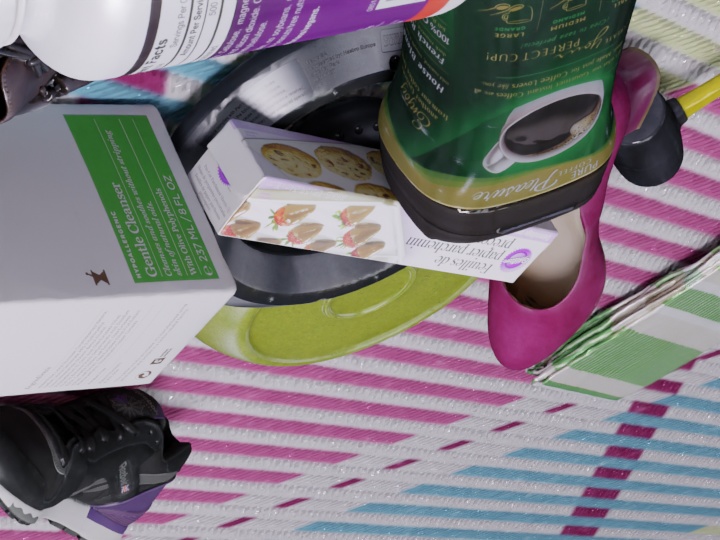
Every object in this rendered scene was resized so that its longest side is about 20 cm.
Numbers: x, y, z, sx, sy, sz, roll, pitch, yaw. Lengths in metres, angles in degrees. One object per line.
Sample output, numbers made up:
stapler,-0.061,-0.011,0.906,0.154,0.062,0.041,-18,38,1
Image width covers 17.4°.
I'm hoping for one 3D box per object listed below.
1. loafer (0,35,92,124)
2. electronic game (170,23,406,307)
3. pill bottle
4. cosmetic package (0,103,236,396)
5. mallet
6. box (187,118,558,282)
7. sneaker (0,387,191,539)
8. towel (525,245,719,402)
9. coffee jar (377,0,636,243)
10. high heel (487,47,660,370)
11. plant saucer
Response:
loafer,-0.161,-0.073,0.915,0.200,0.063,0.072,-11,154,-30
electronic game,-0.009,-0.052,1.132,0.200,0.042,0.200,-20,147,-14
pill bottle,-0.057,-0.131,0.834,0.200,0.113,0.112,-13,155,-25
cosmetic package,-0.167,-0.007,0.999,0.200,0.108,0.085,-4,149,-44
mallet,0.212,-0.117,1.246,0.200,0.041,0.066,-35,153,11
box,0.009,-0.030,1.100,0.200,0.041,0.039,10,131,-44
sneaker,-0.157,0.090,1.290,0.088,0.076,0.200,-42,159,3
towel,0.220,0.026,1.574,0.200,0.023,0.153,-36,156,20
coffee jar,0.065,-0.102,1.008,0.104,0.085,0.200,-19,144,-20
high heel,0.093,-0.021,1.214,0.096,0.067,0.200,-27,149,-51
plant saucer,0.000,0.000,1.282,0.200,0.031,0.200,-21,156,-10
